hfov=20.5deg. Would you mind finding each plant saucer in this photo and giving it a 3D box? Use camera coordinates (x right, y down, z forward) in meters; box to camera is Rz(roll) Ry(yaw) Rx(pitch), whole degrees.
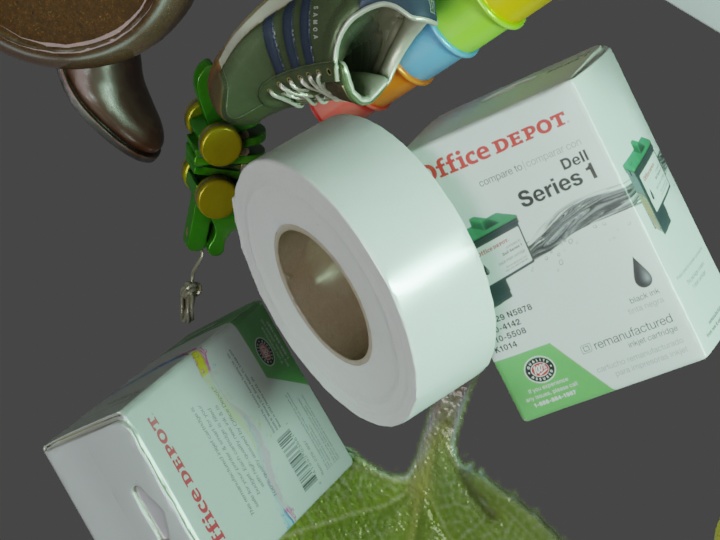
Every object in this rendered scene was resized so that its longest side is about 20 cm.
[{"bbox_3d":[-0.200,-0.219,1.314,0.199,0.035,0.201,1,119,3],"label":"plant saucer"}]

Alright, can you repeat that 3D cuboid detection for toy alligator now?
[{"bbox_3d":[-0.097,-0.055,1.419,0.054,0.059,0.201,-3,116,-17],"label":"toy alligator"}]

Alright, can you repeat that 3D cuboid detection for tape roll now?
[{"bbox_3d":[0.000,0.000,1.324,0.202,0.071,0.203,44,153,30],"label":"tape roll"}]

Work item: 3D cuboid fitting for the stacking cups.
[{"bbox_3d":[0.044,-0.153,1.302,0.200,0.060,0.061,-32,95,32],"label":"stacking cups"}]

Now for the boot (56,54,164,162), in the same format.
[{"bbox_3d":[-0.127,-0.191,1.375,0.199,0.064,0.187,-27,108,24],"label":"boot"}]

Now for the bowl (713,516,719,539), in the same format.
[{"bbox_3d":[0.297,0.164,1.271,0.108,0.199,0.201,-134,43,-56],"label":"bowl"}]

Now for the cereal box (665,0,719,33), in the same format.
[{"bbox_3d":[0.216,-0.215,1.140,0.199,0.040,0.144,31,115,7],"label":"cereal box"}]

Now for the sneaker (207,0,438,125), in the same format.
[{"bbox_3d":[-0.023,-0.138,1.286,0.200,0.067,0.090,-42,58,34],"label":"sneaker"}]

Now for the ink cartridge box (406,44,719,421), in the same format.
[{"bbox_3d":[0.132,-0.024,1.299,0.146,0.084,0.201,-23,100,31],"label":"ink cartridge box"}]

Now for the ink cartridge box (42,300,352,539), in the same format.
[{"bbox_3d":[-0.111,0.132,1.413,0.087,0.200,0.146,-25,99,32],"label":"ink cartridge box"}]
